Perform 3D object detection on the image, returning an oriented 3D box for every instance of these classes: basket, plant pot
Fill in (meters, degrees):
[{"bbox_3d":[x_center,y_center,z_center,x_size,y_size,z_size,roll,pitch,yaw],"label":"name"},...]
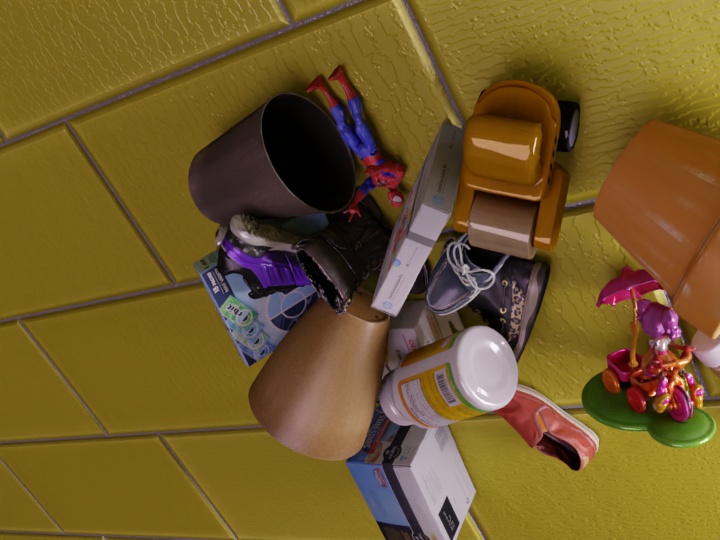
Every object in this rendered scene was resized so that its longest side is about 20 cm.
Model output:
[{"bbox_3d":[-0.132,-0.136,1.313,0.198,0.138,0.180,-12,137,44],"label":"basket"},{"bbox_3d":[-0.040,0.126,1.358,0.184,0.186,0.203,28,115,7],"label":"plant pot"},{"bbox_3d":[0.360,-0.062,1.041,0.182,0.199,0.202,36,140,22],"label":"plant pot"}]

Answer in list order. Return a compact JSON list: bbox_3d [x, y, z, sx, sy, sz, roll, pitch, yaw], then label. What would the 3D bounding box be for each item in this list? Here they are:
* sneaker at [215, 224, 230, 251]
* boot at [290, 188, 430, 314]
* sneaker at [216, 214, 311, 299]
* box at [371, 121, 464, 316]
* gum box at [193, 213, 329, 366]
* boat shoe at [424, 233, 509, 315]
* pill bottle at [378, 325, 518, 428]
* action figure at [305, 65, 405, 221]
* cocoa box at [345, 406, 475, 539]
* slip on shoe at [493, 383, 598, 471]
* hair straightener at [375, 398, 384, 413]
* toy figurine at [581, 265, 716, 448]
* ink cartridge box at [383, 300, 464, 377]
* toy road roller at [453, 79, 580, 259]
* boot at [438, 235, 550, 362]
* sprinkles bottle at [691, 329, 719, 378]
[{"bbox_3d":[-0.139,-0.018,1.437,0.080,0.077,0.199,-16,147,30],"label":"sneaker"},{"bbox_3d":[0.000,0.000,1.313,0.200,0.175,0.069,47,132,-14],"label":"boot"},{"bbox_3d":[-0.113,-0.002,1.329,0.198,0.070,0.101,20,110,-32],"label":"sneaker"},{"bbox_3d":[0.075,-0.064,1.224,0.040,0.158,0.201,20,138,-3],"label":"box"},{"bbox_3d":[-0.117,0.015,1.395,0.044,0.198,0.172,39,156,57],"label":"gum box"},{"bbox_3d":[0.150,-0.016,1.235,0.075,0.062,0.200,47,111,3],"label":"boat shoe"},{"bbox_3d":[0.113,0.155,1.327,0.111,0.112,0.199,46,143,-12],"label":"pill bottle"},{"bbox_3d":[-0.007,-0.150,1.248,0.065,0.100,0.201,-15,121,41],"label":"action figure"},{"bbox_3d":[0.086,0.343,1.595,0.129,0.134,0.202,-3,126,34],"label":"cocoa box"},{"bbox_3d":[0.262,0.230,1.441,0.198,0.061,0.075,32,139,5],"label":"slip on shoe"},{"bbox_3d":[-0.010,0.180,1.589,0.197,0.041,0.078,22,136,7],"label":"hair straightener"},{"bbox_3d":[0.356,0.092,1.195,0.200,0.148,0.187,-136,32,-61],"label":"toy figurine"},{"bbox_3d":[0.062,0.111,1.453,0.197,0.068,0.118,-4,125,34],"label":"ink cartridge box"},{"bbox_3d":[0.168,-0.114,1.099,0.121,0.146,0.204,13,105,22],"label":"toy road roller"},{"bbox_3d":[0.168,0.051,1.330,0.148,0.073,0.203,22,132,12],"label":"boot"},{"bbox_3d":[0.503,0.144,1.208,0.200,0.069,0.068,44,137,-11],"label":"sprinkles bottle"}]
